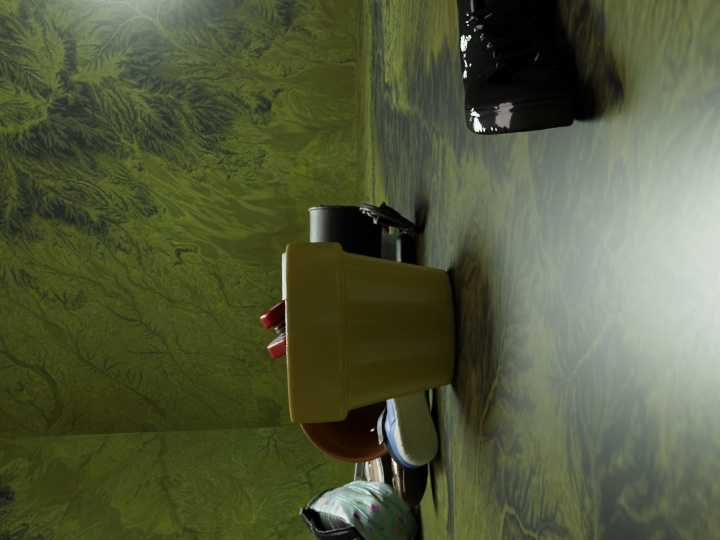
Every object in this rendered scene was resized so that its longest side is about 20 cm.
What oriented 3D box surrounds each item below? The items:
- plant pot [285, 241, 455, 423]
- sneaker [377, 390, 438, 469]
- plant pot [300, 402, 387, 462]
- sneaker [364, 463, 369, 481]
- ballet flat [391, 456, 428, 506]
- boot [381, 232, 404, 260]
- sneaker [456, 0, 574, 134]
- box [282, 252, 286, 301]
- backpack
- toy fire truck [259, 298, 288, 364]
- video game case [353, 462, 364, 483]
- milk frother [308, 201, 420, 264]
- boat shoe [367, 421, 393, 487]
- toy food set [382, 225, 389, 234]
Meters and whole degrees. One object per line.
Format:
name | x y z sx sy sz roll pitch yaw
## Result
plant pot | 0.009 0.069 1.021 0.201 0.184 0.206 179 90 -88
sneaker | 0.058 0.166 1.211 0.111 0.075 0.205 120 143 -67
plant pot | 0.004 0.204 1.494 0.140 0.195 0.206 -10 -81 -75
sneaker | 0.044 0.370 1.720 0.116 0.073 0.204 -91 3 -64
ballet flat | 0.062 0.238 1.279 0.067 0.046 0.204 38 -138 -46
boot | 0.035 0.038 1.472 0.074 0.093 0.205 -101 10 -75
sneaker | 0.085 -0.147 0.543 0.200 0.058 0.107 -88 -7 -74
box | -0.043 0.051 1.789 0.130 0.196 0.205 29 -129 -52
backpack | 0.003 0.427 1.488 0.167 0.127 0.199 48 154 -7
toy fire truck | -0.065 0.075 1.520 0.199 0.167 0.113 -37 -84 -47
video game case | 0.005 0.311 1.651 0.143 0.018 0.205 -61 -23 -84
milk frother | 0.000 0.000 1.324 0.200 0.176 0.193 30 -119 -85
boat shoe | 0.039 0.321 1.591 0.072 0.074 0.204 -38 47 51
toy food set | 0.006 0.004 1.633 0.198 0.048 0.203 -16 69 49
